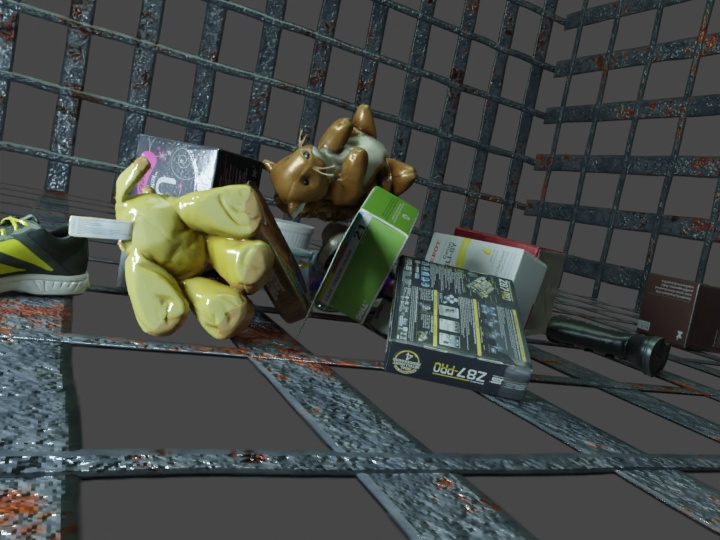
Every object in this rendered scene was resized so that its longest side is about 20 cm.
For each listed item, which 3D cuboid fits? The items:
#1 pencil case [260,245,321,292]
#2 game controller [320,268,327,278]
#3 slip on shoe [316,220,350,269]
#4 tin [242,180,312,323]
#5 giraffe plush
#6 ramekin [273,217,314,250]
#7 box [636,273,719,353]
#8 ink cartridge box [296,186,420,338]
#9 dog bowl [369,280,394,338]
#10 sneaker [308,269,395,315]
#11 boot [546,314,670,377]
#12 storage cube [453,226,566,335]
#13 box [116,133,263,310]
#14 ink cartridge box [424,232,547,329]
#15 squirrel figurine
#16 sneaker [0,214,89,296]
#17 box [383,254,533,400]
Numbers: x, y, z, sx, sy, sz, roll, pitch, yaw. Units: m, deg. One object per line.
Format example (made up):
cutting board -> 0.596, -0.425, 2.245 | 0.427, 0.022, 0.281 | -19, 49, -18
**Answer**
pencil case -> -0.162, -0.013, 1.030 | 0.196, 0.092, 0.083 | 15, 32, 8
game controller -> -0.037, 0.031, 1.215 | 0.198, 0.043, 0.103 | 15, 21, 38
slip on shoe -> -0.039, -0.049, 1.004 | 0.061, 0.076, 0.200 | 54, 9, 3
tin -> -0.114, -0.018, 0.791 | 0.041, 0.202, 0.113 | -24, 35, -1
giraffe plush -> -0.202, -0.024, 0.680 | 0.197, 0.176, 0.162 | 22, -4, -16
ramekin -> -0.232, -0.093, 1.720 | 0.198, 0.096, 0.202 | 12, 6, -1
box -> 0.870, 0.114, 1.622 | 0.196, 0.168, 0.166 | 9, 6, -23
ink cartridge box -> 0.000, 0.000, 0.793 | 0.075, 0.149, 0.201 | 27, 29, -1
dog bowl -> 0.115, 0.068, 0.913 | 0.196, 0.075, 0.200 | 12, 5, -1
sneaker -> -0.010, 0.013, 0.977 | 0.069, 0.102, 0.198 | -13, -15, 37
boot -> 0.420, 0.120, 1.078 | 0.198, 0.067, 0.164 | 20, 0, 35
storage cube -> 0.283, 0.023, 1.236 | 0.177, 0.175, 0.199 | 17, 6, 34
box -> -0.226, -0.063, 0.818 | 0.130, 0.204, 0.114 | 13, 4, 20
ink cartridge box -> 0.194, 0.028, 1.054 | 0.083, 0.148, 0.198 | 24, -5, -41
squirrel figurine -> -0.054, -0.125, 0.897 | 0.185, 0.143, 0.200 | -24, -12, -37
sneaker -> -0.384, -0.021, 0.661 | 0.073, 0.086, 0.199 | 14, 5, 33
box -> 0.114, 0.060, 0.746 | 0.158, 0.050, 0.201 | 10, 29, 1
